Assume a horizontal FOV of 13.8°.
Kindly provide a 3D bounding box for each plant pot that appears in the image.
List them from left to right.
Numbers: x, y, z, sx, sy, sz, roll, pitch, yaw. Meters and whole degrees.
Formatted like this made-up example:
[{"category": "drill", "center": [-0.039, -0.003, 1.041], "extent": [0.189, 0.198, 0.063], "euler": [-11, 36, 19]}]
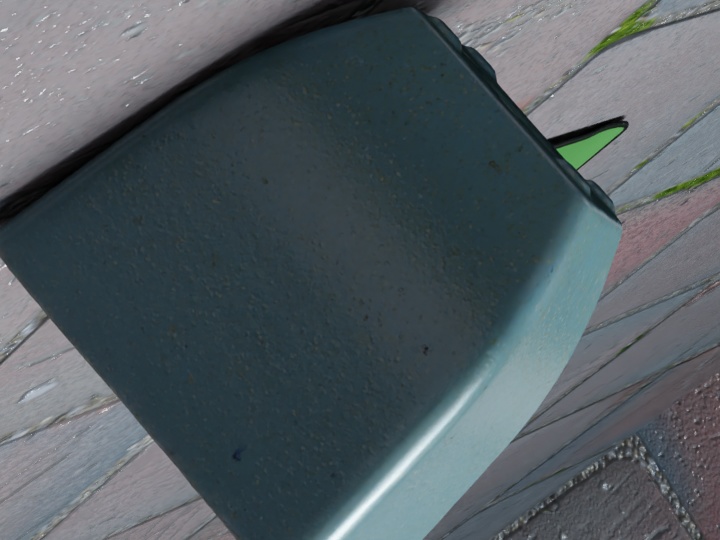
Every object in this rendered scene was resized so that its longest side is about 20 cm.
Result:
[{"category": "plant pot", "center": [0.000, 0.000, 1.282], "extent": [0.200, 0.196, 0.196], "euler": [-42, 168, 6]}]

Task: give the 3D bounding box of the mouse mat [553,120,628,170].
[{"category": "mouse mat", "center": [0.062, -0.032, 1.790], "extent": [0.161, 0.008, 0.200], "euler": [-40, 168, 36]}]
